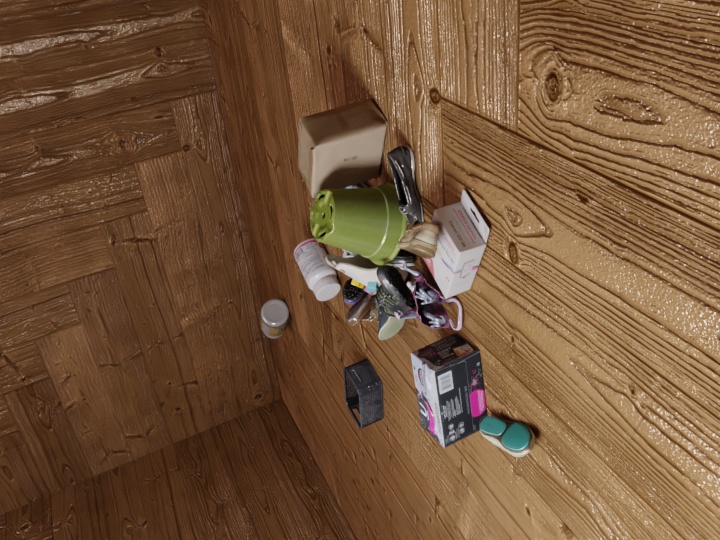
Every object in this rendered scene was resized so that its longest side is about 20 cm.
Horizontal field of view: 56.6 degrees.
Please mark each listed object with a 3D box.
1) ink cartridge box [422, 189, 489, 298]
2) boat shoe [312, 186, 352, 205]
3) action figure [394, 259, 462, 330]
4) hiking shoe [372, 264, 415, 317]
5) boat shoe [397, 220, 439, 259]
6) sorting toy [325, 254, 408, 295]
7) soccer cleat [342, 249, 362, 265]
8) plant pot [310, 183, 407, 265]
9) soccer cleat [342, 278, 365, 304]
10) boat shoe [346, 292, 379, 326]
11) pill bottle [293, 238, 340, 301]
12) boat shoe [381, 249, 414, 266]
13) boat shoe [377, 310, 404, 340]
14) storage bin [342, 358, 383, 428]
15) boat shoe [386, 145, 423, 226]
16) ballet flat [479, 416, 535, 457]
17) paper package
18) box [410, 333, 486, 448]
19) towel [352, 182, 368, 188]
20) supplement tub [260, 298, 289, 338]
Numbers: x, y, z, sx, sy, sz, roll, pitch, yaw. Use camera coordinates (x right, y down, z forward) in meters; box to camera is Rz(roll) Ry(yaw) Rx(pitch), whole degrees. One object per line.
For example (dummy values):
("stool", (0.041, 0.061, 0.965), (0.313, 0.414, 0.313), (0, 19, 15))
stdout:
("ink cartridge box", (0.192, -0.053, 1.368), (0.202, 0.066, 0.118), (98, 150, -53))
("boat shoe", (-0.079, -0.202, 1.856), (0.202, 0.089, 0.072), (102, 145, -54))
("action figure", (0.156, 0.054, 1.575), (0.200, 0.144, 0.138), (-103, 18, -80))
("hiking shoe", (0.069, 0.065, 1.680), (0.201, 0.098, 0.077), (56, -153, -45))
("boat shoe", (0.125, -0.065, 1.368), (0.200, 0.070, 0.066), (-162, 91, -81))
("sorting toy", (0.000, 0.000, 1.777), (0.199, 0.176, 0.110), (29, 99, 66))
("soccer cleat", (-0.027, -0.064, 1.948), (0.201, 0.067, 0.087), (-97, -7, -63))
("plant pot", (-0.017, -0.124, 1.625), (0.198, 0.186, 0.207), (-14, 73, 56))
("soccer cleat", (-0.007, 0.048, 1.919), (0.202, 0.066, 0.075), (-68, -12, -56))
("boat shoe", (0.025, 0.105, 1.882), (0.075, 0.200, 0.072), (-34, 97, 36))
("pill bottle", (-0.151, -0.002, 2.357), (0.115, 0.111, 0.203), (100, 147, -56))
("boat shoe", (0.077, -0.051, 1.706), (0.199, 0.071, 0.064), (-154, 65, -63))
("boat shoe", (0.080, 0.118, 1.852), (0.202, 0.073, 0.067), (100, 149, -54))
("storage bin", (0.010, 0.427, 2.318), (0.136, 0.092, 0.204), (-128, 27, -46))
("boat shoe", (0.099, -0.183, 1.538), (0.067, 0.056, 0.206), (-148, 44, -63))
("ballet flat", (0.321, 0.355, 1.411), (0.062, 0.068, 0.199), (46, 171, -13))
("paper package", (-0.047, -0.298, 1.641), (0.105, 0.195, 0.193), (61, 160, 29))
("box", (0.202, 0.275, 1.542), (0.114, 0.129, 0.206), (31, 136, 60))
("towel", (0.005, -0.161, 1.859), (0.200, 0.047, 0.175), (-133, 33, -52))
("supplement tub", (-0.435, 0.248, 3.380), (0.147, 0.141, 0.201), (64, 161, 22))
